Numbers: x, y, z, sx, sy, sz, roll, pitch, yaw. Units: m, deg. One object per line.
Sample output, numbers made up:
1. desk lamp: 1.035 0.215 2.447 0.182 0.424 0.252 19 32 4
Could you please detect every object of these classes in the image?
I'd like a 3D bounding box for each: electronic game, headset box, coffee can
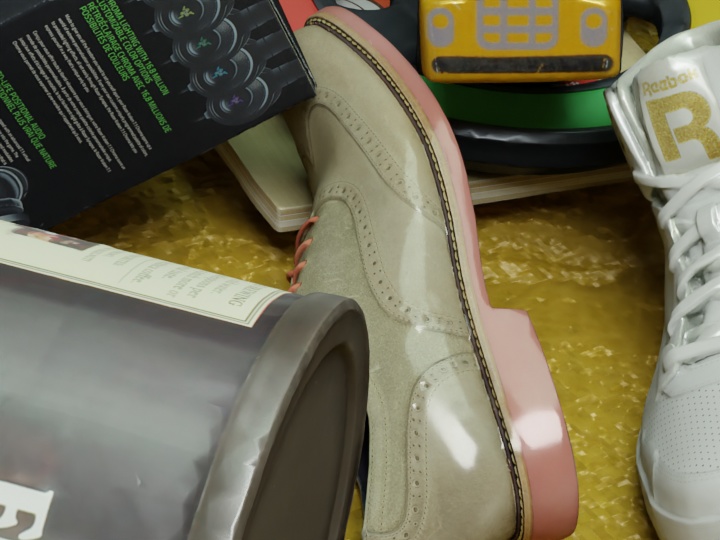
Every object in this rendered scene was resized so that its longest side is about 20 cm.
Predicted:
1. electronic game: 0.050 -0.096 0.869 0.199 0.042 0.200 5 36 -3
2. headset box: -0.128 -0.102 0.756 0.199 0.093 0.175 -26 53 2
3. coffee can: -0.113 0.055 0.585 0.199 0.147 0.147 14 35 10

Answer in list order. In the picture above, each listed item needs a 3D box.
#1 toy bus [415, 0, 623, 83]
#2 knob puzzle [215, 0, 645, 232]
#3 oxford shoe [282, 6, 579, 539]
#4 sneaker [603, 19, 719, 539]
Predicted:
1. toy bus: 0.053 -0.126 0.794 0.065 0.079 0.200 1 25 3
2. knob puzzle: 0.012 -0.077 0.898 0.218 0.031 0.220 4 35 -3
3. oxford shoe: 0.000 0.000 0.723 0.074 0.071 0.201 -15 54 -11
4. sneaker: 0.105 -0.006 0.724 0.073 0.116 0.200 -18 24 20
